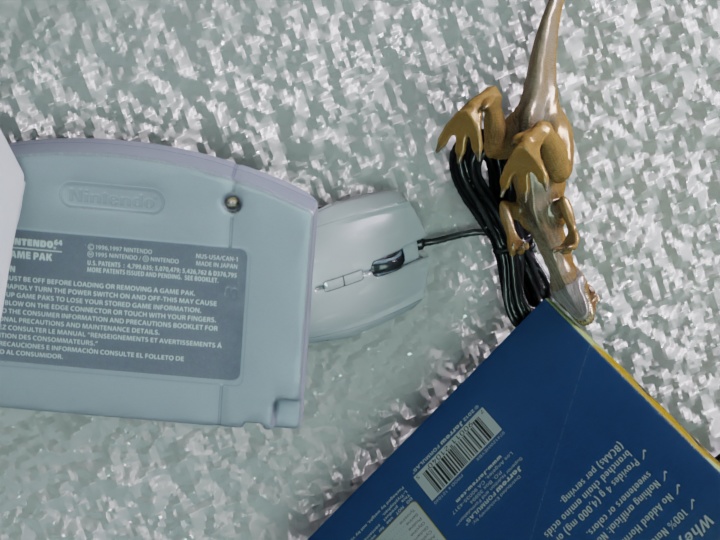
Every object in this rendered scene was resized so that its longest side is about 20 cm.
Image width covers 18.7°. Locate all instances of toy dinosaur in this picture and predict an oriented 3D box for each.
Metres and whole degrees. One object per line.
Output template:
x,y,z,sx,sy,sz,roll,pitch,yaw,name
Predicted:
0.087,-0.073,1.097,0.060,0.106,0.202,3,96,28,toy dinosaur

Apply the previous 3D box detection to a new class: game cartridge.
-0.122,0.004,1.068,0.198,0.041,0.134,5,109,0,game cartridge

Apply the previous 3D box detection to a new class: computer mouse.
0.000,0.000,1.116,0.198,0.044,0.111,-14,110,-10,computer mouse

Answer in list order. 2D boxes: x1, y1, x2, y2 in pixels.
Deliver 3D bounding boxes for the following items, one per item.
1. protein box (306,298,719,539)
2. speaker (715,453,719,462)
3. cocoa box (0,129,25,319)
0.105,0.163,1.091,0.199,0.200,0.135,-45,129,2,protein box
0.281,0.166,1.217,0.199,0.081,0.082,22,100,-19,speaker
-0.247,-0.060,0.938,0.130,0.134,0.201,-14,129,11,cocoa box
